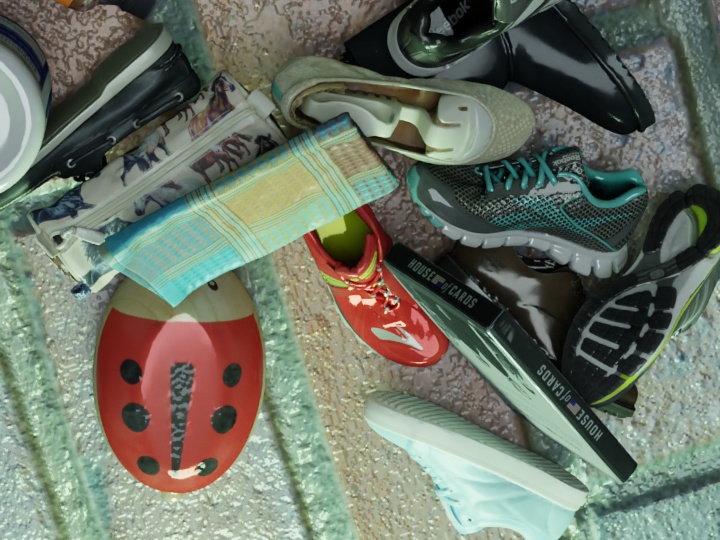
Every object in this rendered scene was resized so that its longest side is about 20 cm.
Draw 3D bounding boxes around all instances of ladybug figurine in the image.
[{"bbox_3d":[-0.138,0.086,1.649,0.135,0.072,0.201,-1,105,-6],"label":"ladybug figurine"}]

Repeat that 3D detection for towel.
[{"bbox_3d":[-0.077,-0.039,1.523,0.199,0.147,0.022,-27,71,7],"label":"towel"}]

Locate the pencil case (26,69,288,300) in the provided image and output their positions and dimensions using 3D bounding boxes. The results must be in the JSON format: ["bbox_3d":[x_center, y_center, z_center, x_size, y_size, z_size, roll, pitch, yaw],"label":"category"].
[{"bbox_3d":[-0.145,-0.065,1.553,0.200,0.089,0.078,-36,98,1],"label":"pencil case"}]

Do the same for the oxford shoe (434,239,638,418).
[{"bbox_3d":[0.154,0.038,1.669,0.200,0.073,0.084,43,93,-15],"label":"oxford shoe"}]

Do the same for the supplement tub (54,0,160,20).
[{"bbox_3d":[-0.226,-0.255,1.533,0.199,0.107,0.107,27,100,-11],"label":"supplement tub"}]

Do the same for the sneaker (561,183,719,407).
[{"bbox_3d":[0.227,0.032,1.642,0.200,0.074,0.081,-49,146,-17],"label":"sneaker"}]

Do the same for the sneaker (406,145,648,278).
[{"bbox_3d":[0.130,-0.063,1.618,0.199,0.078,0.091,12,130,-25],"label":"sneaker"}]

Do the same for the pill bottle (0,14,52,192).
[{"bbox_3d":[-0.276,-0.123,1.514,0.115,0.200,0.117,-1,104,-5],"label":"pill bottle"}]

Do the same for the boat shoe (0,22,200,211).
[{"bbox_3d":[-0.201,-0.098,1.594,0.199,0.075,0.066,-41,114,6],"label":"boat shoe"}]

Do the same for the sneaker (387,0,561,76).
[{"bbox_3d":[0.109,-0.208,1.529,0.200,0.090,0.067,-35,93,-3],"label":"sneaker"}]

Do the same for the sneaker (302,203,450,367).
[{"bbox_3d":[0.000,0.000,1.635,0.077,0.085,0.200,-35,105,5],"label":"sneaker"}]

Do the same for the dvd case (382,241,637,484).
[{"bbox_3d":[0.112,0.070,1.602,0.025,0.150,0.200,-47,126,-6],"label":"dvd case"}]

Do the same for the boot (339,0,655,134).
[{"bbox_3d":[0.101,-0.139,1.613,0.168,0.076,0.200,-41,98,1],"label":"boot"}]

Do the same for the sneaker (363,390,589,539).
[{"bbox_3d":[0.081,0.166,1.693,0.199,0.074,0.082,27,97,-11],"label":"sneaker"}]

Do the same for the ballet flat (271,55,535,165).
[{"bbox_3d":[0.032,-0.106,1.540,0.199,0.062,0.068,8,115,-11],"label":"ballet flat"}]
